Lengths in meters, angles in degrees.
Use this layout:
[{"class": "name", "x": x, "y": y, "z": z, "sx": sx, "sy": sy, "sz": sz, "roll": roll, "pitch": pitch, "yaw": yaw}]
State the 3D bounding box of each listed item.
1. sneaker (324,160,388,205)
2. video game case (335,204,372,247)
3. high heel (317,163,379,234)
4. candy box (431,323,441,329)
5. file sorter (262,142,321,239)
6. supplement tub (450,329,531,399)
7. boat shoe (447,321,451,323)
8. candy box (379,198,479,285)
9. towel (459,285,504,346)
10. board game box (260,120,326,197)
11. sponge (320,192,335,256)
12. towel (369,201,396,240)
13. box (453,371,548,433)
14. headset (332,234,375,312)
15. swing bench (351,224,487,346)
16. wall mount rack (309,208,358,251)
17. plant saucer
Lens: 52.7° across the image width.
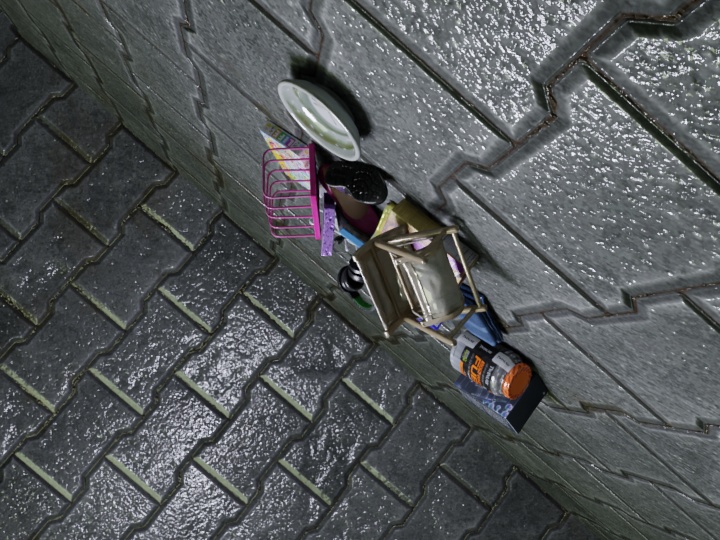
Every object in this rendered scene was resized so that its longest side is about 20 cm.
[{"class": "sneaker", "x": 0.012, "y": -0.177, "z": 1.538, "sx": 0.087, "sy": 0.076, "sz": 0.199, "roll": 29, "pitch": -177, "yaw": -39}, {"class": "video game case", "x": 0.001, "y": -0.091, "z": 1.759, "sx": 0.142, "sy": 0.018, "sz": 0.200, "roll": 35, "pitch": -165, "yaw": -18}, {"class": "high heel", "x": -0.028, "y": -0.161, "z": 1.679, "sx": 0.200, "sy": 0.068, "sz": 0.096, "roll": 44, "pitch": 180, "yaw": 1}, {"class": "candy box", "x": 0.140, "y": 0.079, "z": 2.064, "sx": 0.200, "sy": 0.077, "sz": 0.169, "roll": 43, "pitch": 168, "yaw": -9}, {"class": "file sorter", "x": -0.160, "y": -0.179, "z": 1.694, "sx": 0.123, "sy": 0.141, "sz": 0.201, "roll": -3, "pitch": 155, "yaw": -1}, {"class": "supplement tub", "x": 0.343, "y": 0.248, "z": 1.913, "sx": 0.199, "sy": 0.123, "sz": 0.123, "roll": 30, "pitch": 166, "yaw": 43}, {"class": "boat shoe", "x": 0.207, "y": 0.083, "z": 1.863, "sx": 0.090, "sy": 0.071, "sz": 0.200, "roll": 34, "pitch": 180, "yaw": 13}, {"class": "candy box", "x": 0.137, "y": -0.042, "z": 1.514, "sx": 0.199, "sy": 0.056, "sz": 0.117, "roll": 40, "pitch": 140, "yaw": 11}, {"class": "towel", "x": 0.276, "y": 0.104, "z": 1.765, "sx": 0.111, "sy": 0.049, "sz": 0.200, "roll": 31, "pitch": 166, "yaw": 42}, {"class": "board game box", "x": -0.161, "y": -0.272, "z": 1.798, "sx": 0.134, "sy": 0.034, "sz": 0.200, "roll": 35, "pitch": 168, "yaw": 25}, {"class": "sponge", "x": -0.079, "y": -0.115, "z": 1.757, "sx": 0.029, "sy": 0.113, "sz": 0.200, "roll": 3, "pitch": -164, "yaw": -4}, {"class": "towel", "x": 0.109, "y": -0.046, "z": 1.599, "sx": 0.199, "sy": 0.023, "sz": 0.145, "roll": 37, "pitch": 126, "yaw": 16}, {"class": "box", "x": 0.385, "y": 0.323, "z": 1.999, "sx": 0.199, "sy": 0.149, "sz": 0.107, "roll": 29, "pitch": 166, "yaw": 45}, {"class": "headset", "x": 0.000, "y": 0.000, "z": 1.746, "sx": 0.202, "sy": 0.093, "sz": 0.123, "roll": 58, "pitch": 145, "yaw": 9}, {"class": "swing bench", "x": 0.116, "y": 0.025, "z": 1.450, "sx": 0.198, "sy": 0.130, "sz": 0.201, "roll": 4, "pitch": 126, "yaw": 46}, {"class": "wall mount rack", "x": -0.055, "y": -0.091, "z": 2.054, "sx": 0.173, "sy": 0.075, "sz": 0.200, "roll": 33, "pitch": 168, "yaw": 33}, {"class": "plant saucer", "x": -0.064, "y": -0.290, "z": 1.346, "sx": 0.199, "sy": 0.050, "sz": 0.200, "roll": 40, "pitch": 169, "yaw": 9}]
